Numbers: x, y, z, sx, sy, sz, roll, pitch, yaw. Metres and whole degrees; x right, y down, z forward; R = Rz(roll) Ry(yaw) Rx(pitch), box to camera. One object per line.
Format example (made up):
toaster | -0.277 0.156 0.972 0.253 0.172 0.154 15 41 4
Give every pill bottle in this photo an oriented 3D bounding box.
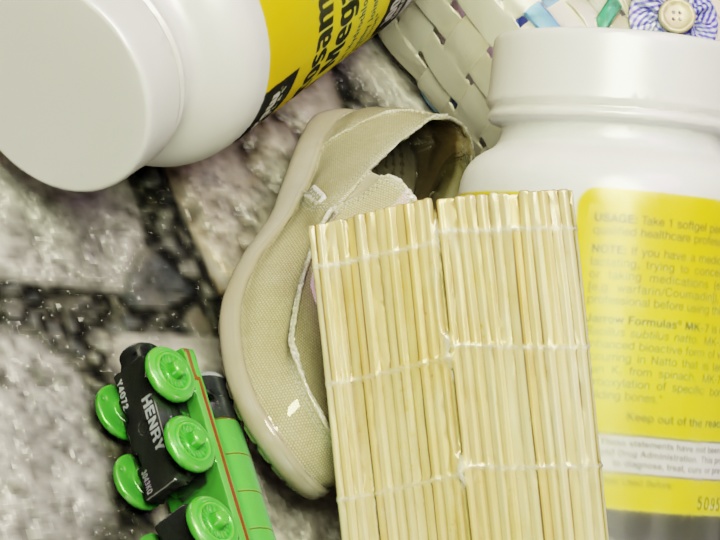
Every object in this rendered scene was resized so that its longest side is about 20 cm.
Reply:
pill bottle | -0.063 -0.109 1.003 0.112 0.112 0.200 47 41 1
pill bottle | 0.090 0.014 0.966 0.114 0.114 0.201 6 87 -36

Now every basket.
basket | 0.126 -0.112 1.142 0.200 0.139 0.176 -31 79 -39

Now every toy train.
toy train | -0.044 0.114 0.895 0.056 0.042 0.200 14 49 -45

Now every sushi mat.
sushi mat | 0.038 0.074 0.907 0.012 0.095 0.201 10 74 -79

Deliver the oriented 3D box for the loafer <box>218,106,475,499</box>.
loafer | 0.000 0.000 0.987 0.076 0.068 0.200 49 34 -32
